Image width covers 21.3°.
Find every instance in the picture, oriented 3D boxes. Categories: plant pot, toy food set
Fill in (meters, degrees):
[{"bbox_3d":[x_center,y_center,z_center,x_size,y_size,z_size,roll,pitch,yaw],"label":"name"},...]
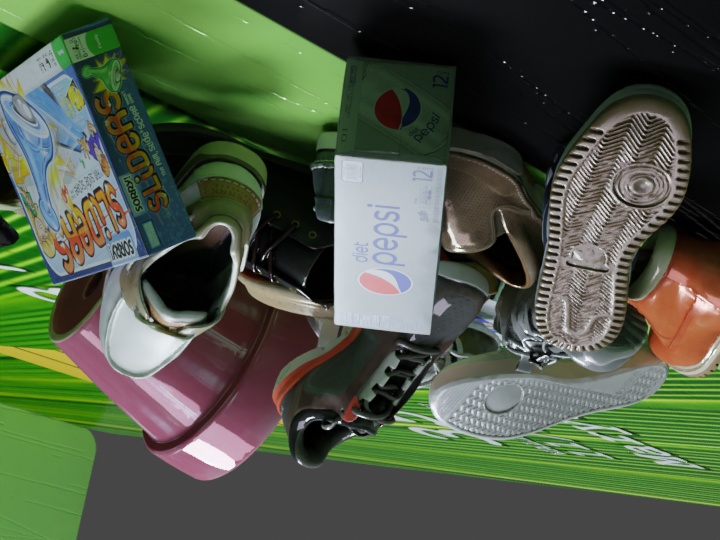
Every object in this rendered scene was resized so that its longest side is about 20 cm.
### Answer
[{"bbox_3d":[-0.157,0.050,1.631,0.179,0.201,0.200,34,160,-24],"label":"plant pot"},{"bbox_3d":[0.000,0.000,1.409,0.196,0.049,0.200,5,-170,-2],"label":"toy food set"}]

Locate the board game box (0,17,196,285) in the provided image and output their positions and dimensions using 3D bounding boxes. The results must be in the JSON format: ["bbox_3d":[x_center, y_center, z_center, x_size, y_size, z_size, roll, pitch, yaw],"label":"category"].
[{"bbox_3d":[-0.172,-0.067,1.173,0.034,0.136,0.200,-24,-176,-25],"label":"board game box"}]

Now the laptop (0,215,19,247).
[{"bbox_3d":[-0.341,-0.061,1.306,0.176,0.104,0.200,-13,173,-3],"label":"laptop"}]

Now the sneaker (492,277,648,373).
[{"bbox_3d":[0.137,0.041,1.304,0.074,0.082,0.200,30,-173,-10],"label":"sneaker"}]

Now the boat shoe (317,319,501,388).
[{"bbox_3d":[0.051,0.061,1.479,0.086,0.075,0.201,6,177,34],"label":"boat shoe"}]

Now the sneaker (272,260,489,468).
[{"bbox_3d":[0.019,0.072,1.310,0.077,0.082,0.200,23,132,-31],"label":"sneaker"}]

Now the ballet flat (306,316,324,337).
[{"bbox_3d":[0.017,0.028,1.564,0.046,0.068,0.200,-29,167,23],"label":"ballet flat"}]

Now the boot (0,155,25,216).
[{"bbox_3d":[-0.173,-0.051,1.402,0.154,0.073,0.199,20,171,-34],"label":"boot"}]

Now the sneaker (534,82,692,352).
[{"bbox_3d":[0.143,-0.056,1.091,0.070,0.109,0.201,14,139,1],"label":"sneaker"}]

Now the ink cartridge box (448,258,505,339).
[{"bbox_3d":[0.107,0.024,1.567,0.099,0.040,0.200,5,169,35],"label":"ink cartridge box"}]

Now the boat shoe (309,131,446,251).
[{"bbox_3d":[0.017,-0.037,1.293,0.072,0.062,0.200,6,168,22],"label":"boat shoe"}]

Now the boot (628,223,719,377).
[{"bbox_3d":[0.223,0.017,1.350,0.106,0.076,0.200,18,163,-3],"label":"boot"}]

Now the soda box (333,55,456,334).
[{"bbox_3d":[0.018,-0.039,1.115,0.063,0.069,0.200,5,152,2],"label":"soda box"}]

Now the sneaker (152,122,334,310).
[{"bbox_3d":[-0.082,-0.036,1.267,0.199,0.075,0.106,8,-152,-30],"label":"sneaker"}]

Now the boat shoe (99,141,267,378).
[{"bbox_3d":[-0.121,0.008,1.222,0.074,0.069,0.201,19,131,-12],"label":"boat shoe"}]

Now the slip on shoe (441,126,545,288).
[{"bbox_3d":[0.070,-0.041,1.218,0.075,0.061,0.200,6,168,26],"label":"slip on shoe"}]

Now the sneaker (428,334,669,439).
[{"bbox_3d":[0.121,0.056,1.442,0.199,0.119,0.074,-6,137,-28],"label":"sneaker"}]
